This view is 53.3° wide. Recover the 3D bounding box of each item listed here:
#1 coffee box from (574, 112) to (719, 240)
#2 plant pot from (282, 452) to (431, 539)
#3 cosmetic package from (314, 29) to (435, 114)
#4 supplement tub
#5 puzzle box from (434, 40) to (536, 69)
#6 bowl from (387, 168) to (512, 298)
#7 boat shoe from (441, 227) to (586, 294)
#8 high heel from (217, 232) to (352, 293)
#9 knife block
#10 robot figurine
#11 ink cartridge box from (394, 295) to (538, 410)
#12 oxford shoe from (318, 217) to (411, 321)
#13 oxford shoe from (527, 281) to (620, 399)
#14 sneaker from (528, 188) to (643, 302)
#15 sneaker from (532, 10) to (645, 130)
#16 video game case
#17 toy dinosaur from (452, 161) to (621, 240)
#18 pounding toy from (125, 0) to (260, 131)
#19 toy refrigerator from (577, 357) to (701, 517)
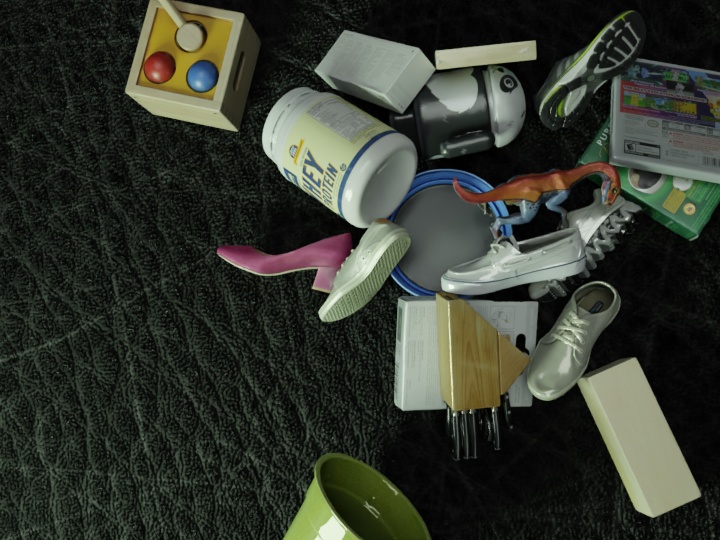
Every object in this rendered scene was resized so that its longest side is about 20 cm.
[{"bbox_3d":[0.432,-0.149,1.051,0.200,0.044,0.123,33,86,9],"label":"coffee box"},{"bbox_3d":[-0.034,0.393,0.992,0.200,0.200,0.190,39,103,10],"label":"plant pot"},{"bbox_3d":[0.018,-0.297,1.063,0.083,0.051,0.200,-54,40,1],"label":"cosmetic package"},{"bbox_3d":[-0.032,-0.169,1.048,0.200,0.145,0.145,36,89,27],"label":"supplement tub"},{"bbox_3d":[0.172,-0.307,1.028,0.132,0.200,0.026,-4,105,7],"label":"puzzle box"},{"bbox_3d":[0.127,-0.051,1.082,0.200,0.039,0.202,-1,83,7],"label":"bowl"},{"bbox_3d":[0.206,-0.018,0.986,0.199,0.074,0.066,-13,110,1],"label":"boat shoe"},{"bbox_3d":[-0.114,-0.034,1.092,0.199,0.067,0.096,16,95,4],"label":"high heel"},{"bbox_3d":[0.138,0.153,0.992,0.200,0.064,0.176,41,89,-13],"label":"knife block"},{"bbox_3d":[0.141,-0.234,1.057,0.199,0.125,0.151,-8,87,7],"label":"robot figurine"},{"bbox_3d":[0.152,0.120,1.047,0.199,0.057,0.163,0,99,-14],"label":"ink cartridge box"},{"bbox_3d":[0.000,0.000,1.056,0.200,0.075,0.058,-53,58,29],"label":"oxford shoe"},{"bbox_3d":[0.296,0.091,1.003,0.075,0.058,0.200,30,72,31],"label":"oxford shoe"},{"bbox_3d":[0.314,-0.035,1.047,0.200,0.075,0.081,-44,62,2],"label":"sneaker"},{"bbox_3d":[0.326,-0.301,1.049,0.200,0.081,0.074,-44,122,12],"label":"sneaker"},{"bbox_3d":[0.458,-0.216,1.030,0.199,0.023,0.183,10,67,1],"label":"video game case"},{"bbox_3d":[0.258,-0.102,0.986,0.181,0.200,0.105,-29,66,26],"label":"toy dinosaur"},{"bbox_3d":[-0.270,-0.349,1.115,0.183,0.142,0.201,13,85,8],"label":"pounding toy"},{"bbox_3d":[0.384,0.229,1.003,0.076,0.070,0.201,-23,82,-3],"label":"toy refrigerator"}]
